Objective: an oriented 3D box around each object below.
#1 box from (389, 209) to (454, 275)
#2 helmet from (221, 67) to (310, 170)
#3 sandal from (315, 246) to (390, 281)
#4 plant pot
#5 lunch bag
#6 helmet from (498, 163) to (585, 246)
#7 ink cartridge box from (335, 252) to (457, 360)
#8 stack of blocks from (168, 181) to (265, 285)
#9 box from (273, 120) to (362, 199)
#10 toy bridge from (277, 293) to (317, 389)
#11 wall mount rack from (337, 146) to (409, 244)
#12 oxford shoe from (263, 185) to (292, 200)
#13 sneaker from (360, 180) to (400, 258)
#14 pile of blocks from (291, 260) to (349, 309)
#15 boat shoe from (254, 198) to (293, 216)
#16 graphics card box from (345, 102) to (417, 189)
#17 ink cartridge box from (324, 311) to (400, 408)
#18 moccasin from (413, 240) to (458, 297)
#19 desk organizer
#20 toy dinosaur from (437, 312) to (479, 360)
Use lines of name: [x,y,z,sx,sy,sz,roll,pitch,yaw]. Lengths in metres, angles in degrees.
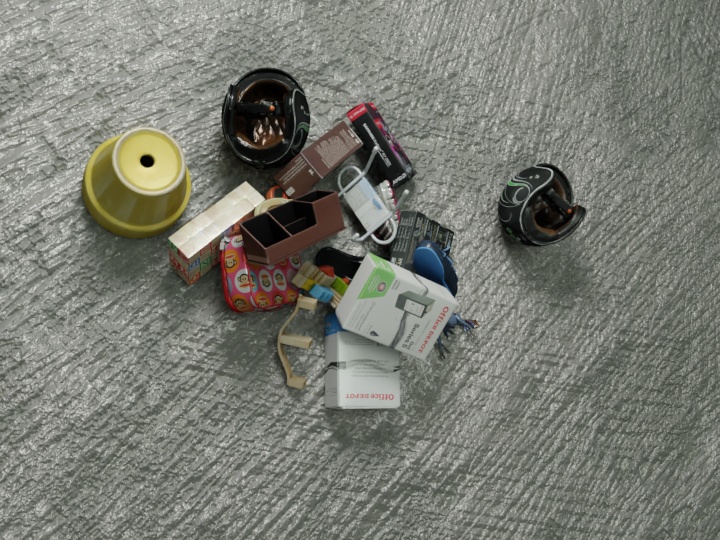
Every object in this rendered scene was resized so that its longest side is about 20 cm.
box: [0.131,-0.016,1.585,0.160,0.043,0.201,22,78,-48]
helmet: [-0.193,-0.311,1.460,0.199,0.191,0.201,0,109,1]
sandal: [-0.001,0.001,1.557,0.200,0.043,0.076,9,107,-18]
plant pot: [-0.409,-0.177,1.330,0.200,0.189,0.201,5,77,-24]
lunch bag: [-0.193,-0.008,1.412,0.200,0.082,0.177,2,77,-63]
helmet: [0.430,-0.158,1.719,0.199,0.191,0.201,-2,108,-5]
ink cartridge box: [0.073,0.075,1.441,0.200,0.084,0.146,24,104,-21]
stack of blocks: [-0.282,-0.073,1.404,0.059,0.115,0.200,42,63,11]
box: [-0.087,-0.233,1.506,0.075,0.100,0.200,49,39,-9]
toy bridge: [-0.132,0.141,1.438,0.067,0.027,0.201,12,109,10]
wall mount rack: [0.020,-0.158,1.513,0.200,0.174,0.075,56,24,13]
oxford shoe: [-0.132,-0.124,1.527,0.200,0.072,0.071,23,56,-38]
sneaker: [0.048,-0.099,1.600,0.087,0.074,0.200,-12,107,9]
pile of blocks: [-0.061,0.029,1.463,0.062,0.082,0.200,-50,149,9]
boat shoe: [-0.124,-0.109,1.426,0.200,0.063,0.074,-6,96,-46]
graphics card box: [0.051,-0.285,1.610,0.051,0.125,0.200,-31,95,16]
ink cartridge box: [0.002,0.193,1.510,0.144,0.084,0.201,5,77,-24]
moccasin: [0.164,-0.010,1.546,0.068,0.080,0.200,-65,151,-26]
desk organizer: [-0.125,-0.083,1.336,0.200,0.072,0.077,-29,117,-38]
toy dinosaur: [0.207,0.105,1.597,0.181,0.105,0.201,-33,110,-63]
